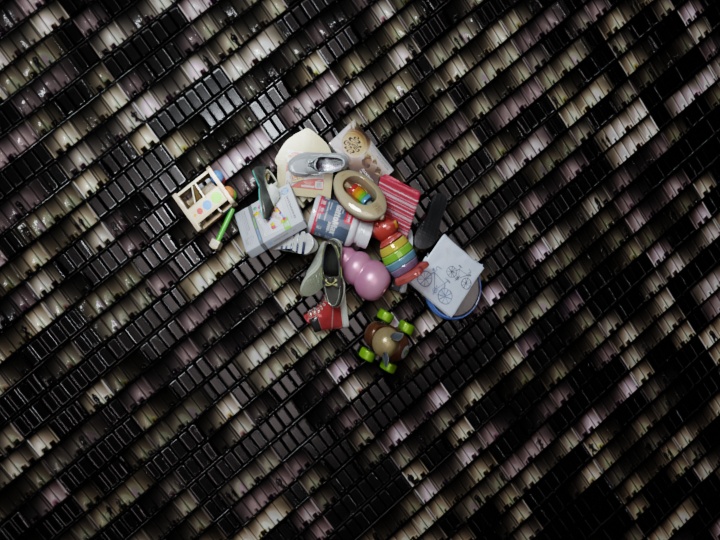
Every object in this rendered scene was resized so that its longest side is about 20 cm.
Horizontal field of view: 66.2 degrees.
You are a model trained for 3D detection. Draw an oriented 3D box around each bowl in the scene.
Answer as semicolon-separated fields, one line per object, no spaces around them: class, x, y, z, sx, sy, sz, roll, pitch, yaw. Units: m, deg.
bowl;0.305;0.059;1.813;0.192;0.039;0.210;0;92;-8

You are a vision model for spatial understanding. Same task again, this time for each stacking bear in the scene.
stacking bear;0.107;-0.069;1.678;0.112;0.121;0.205;-27;95;28

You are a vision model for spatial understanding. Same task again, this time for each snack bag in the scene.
snack bag;0.276;0.013;1.777;0.186;0.021;0.203;36;87;-8

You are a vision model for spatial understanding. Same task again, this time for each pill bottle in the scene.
pill bottle;-0.061;-0.145;1.710;0.193;0.120;0.124;19;90;-6

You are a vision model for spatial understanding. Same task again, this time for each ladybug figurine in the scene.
ladybug figurine;-0.003;-0.213;1.652;0.134;0.073;0.200;-33;70;-29

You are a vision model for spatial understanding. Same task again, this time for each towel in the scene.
towel;0.100;-0.178;1.714;0.141;0.022;0.206;28;120;20

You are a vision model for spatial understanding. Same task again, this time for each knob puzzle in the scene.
knob puzzle;-0.170;-0.336;1.727;0.210;0.030;0.229;-1;98;-5

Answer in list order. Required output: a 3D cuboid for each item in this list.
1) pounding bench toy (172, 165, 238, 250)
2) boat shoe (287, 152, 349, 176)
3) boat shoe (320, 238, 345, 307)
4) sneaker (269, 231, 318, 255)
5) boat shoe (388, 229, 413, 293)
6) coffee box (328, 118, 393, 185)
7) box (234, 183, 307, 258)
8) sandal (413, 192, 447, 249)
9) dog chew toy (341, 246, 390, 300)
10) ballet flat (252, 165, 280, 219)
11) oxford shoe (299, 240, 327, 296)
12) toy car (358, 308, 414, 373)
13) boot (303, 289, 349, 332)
pounding bench toy;-0.432;-0.184;1.655;0.154;0.124;0.203;-37;96;-5
boat shoe;-0.132;-0.319;1.669;0.192;0.069;0.075;4;102;9
boat shoe;-0.087;0.012;1.645;0.069;0.060;0.210;0;98;14
sneaker;-0.210;-0.087;1.716;0.193;0.115;0.084;16;88;22
boat shoe;0.125;-0.033;1.774;0.064;0.070;0.208;7;98;-9
coffee box;0.000;-0.351;1.733;0.112;0.080;0.202;-40;97;-4
box;-0.272;-0.151;1.666;0.195;0.041;0.159;-27;58;2
sandal;0.227;-0.155;1.798;0.074;0.045;0.205;30;74;-14
dog chew toy;0.000;0.000;1.730;0.198;0.125;0.126;39;87;9
ballet flat;-0.279;-0.245;1.659;0.066;0.069;0.205;-17;58;-1
oxford shoe;-0.130;-0.007;1.730;0.073;0.058;0.204;16;114;-36
toy car;0.093;0.230;1.707;0.154;0.200;0.169;27;89;-8
boot;-0.114;0.094;1.723;0.138;0.073;0.208;-8;110;-5
